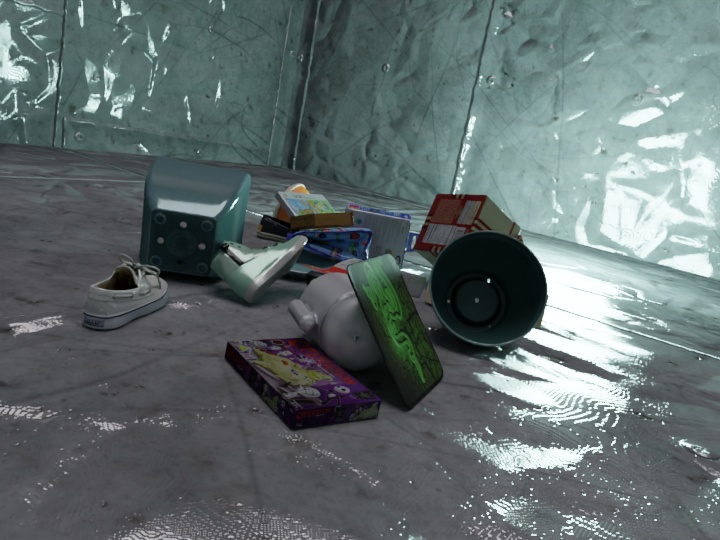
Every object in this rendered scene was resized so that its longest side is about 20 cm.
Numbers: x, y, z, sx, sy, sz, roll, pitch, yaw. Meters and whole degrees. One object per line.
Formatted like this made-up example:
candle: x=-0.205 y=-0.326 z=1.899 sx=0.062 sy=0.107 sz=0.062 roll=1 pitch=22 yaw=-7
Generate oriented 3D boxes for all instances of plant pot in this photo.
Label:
plant pot: x=-0.327 y=-0.086 z=1.175 sx=0.195 sy=0.197 sz=0.200 roll=9 pitch=21 yaw=-9
plant pot: x=0.217 y=0.044 z=1.099 sx=0.200 sy=0.201 sz=0.134 roll=12 pitch=-14 yaw=4

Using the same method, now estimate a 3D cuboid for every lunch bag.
lunch bag: x=-0.076 y=-0.067 z=1.450 sx=0.199 sy=0.094 sz=0.151 roll=10 pitch=3 yaw=-1

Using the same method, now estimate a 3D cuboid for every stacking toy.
stacking toy: x=-0.140 y=-0.146 z=1.777 sx=0.200 sy=0.146 sz=0.146 roll=32 pitch=18 yaw=14

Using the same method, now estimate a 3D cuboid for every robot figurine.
robot figurine: x=-0.020 y=0.073 z=0.892 sx=0.169 sy=0.113 sz=0.200 roll=6 pitch=13 yaw=-26

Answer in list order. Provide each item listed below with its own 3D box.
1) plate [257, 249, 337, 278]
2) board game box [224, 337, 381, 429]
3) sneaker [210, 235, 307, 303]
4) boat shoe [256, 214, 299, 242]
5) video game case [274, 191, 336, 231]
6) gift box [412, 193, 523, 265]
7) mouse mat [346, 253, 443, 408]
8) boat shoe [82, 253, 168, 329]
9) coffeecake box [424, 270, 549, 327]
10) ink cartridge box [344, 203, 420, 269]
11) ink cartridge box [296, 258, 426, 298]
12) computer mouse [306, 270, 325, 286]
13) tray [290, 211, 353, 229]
plate: x=-0.140 y=-0.012 z=1.355 sx=0.200 sy=0.026 sz=0.200 roll=10 pitch=14 yaw=-2
board game box: x=-0.079 y=0.135 z=0.777 sx=0.120 sy=0.032 sz=0.200 roll=7 pitch=13 yaw=-37
sneaker: x=-0.184 y=-0.036 z=1.127 sx=0.118 sy=0.074 sz=0.200 roll=38 pitch=41 yaw=6
boat shoe: x=-0.177 y=-0.107 z=1.650 sx=0.199 sy=0.062 sz=0.075 roll=11 pitch=12 yaw=-9
video game case: x=-0.115 y=-0.137 z=1.668 sx=0.182 sy=0.022 sz=0.200 roll=-5 pitch=51 yaw=-52
gift box: x=0.269 y=-0.061 z=1.471 sx=0.187 sy=0.185 sz=0.200 roll=35 pitch=-11 yaw=-40
mouse mat: x=0.052 y=0.075 z=0.840 sx=0.008 sy=0.200 sz=0.161 roll=-26 pitch=-3 yaw=26
boat shoe: x=-0.346 y=0.018 z=0.921 sx=0.074 sy=0.086 sz=0.202 roll=13 pitch=13 yaw=8
coffeecake box: x=0.261 y=0.058 z=1.276 sx=0.200 sy=0.073 sz=0.153 roll=21 pitch=16 yaw=39
ink cartridge box: x=0.051 y=-0.084 z=1.571 sx=0.199 sy=0.137 sz=0.076 roll=11 pitch=18 yaw=2
ink cartridge box: x=0.000 y=0.000 z=1.175 sx=0.200 sy=0.050 sz=0.161 roll=17 pitch=0 yaw=-31
computer mouse: x=-0.030 y=0.043 z=1.171 sx=0.138 sy=0.053 sz=0.200 roll=17 pitch=2 yaw=35
tray: x=-0.097 y=-0.119 z=1.487 sx=0.098 sy=0.037 sz=0.200 roll=-5 pitch=4 yaw=-20
